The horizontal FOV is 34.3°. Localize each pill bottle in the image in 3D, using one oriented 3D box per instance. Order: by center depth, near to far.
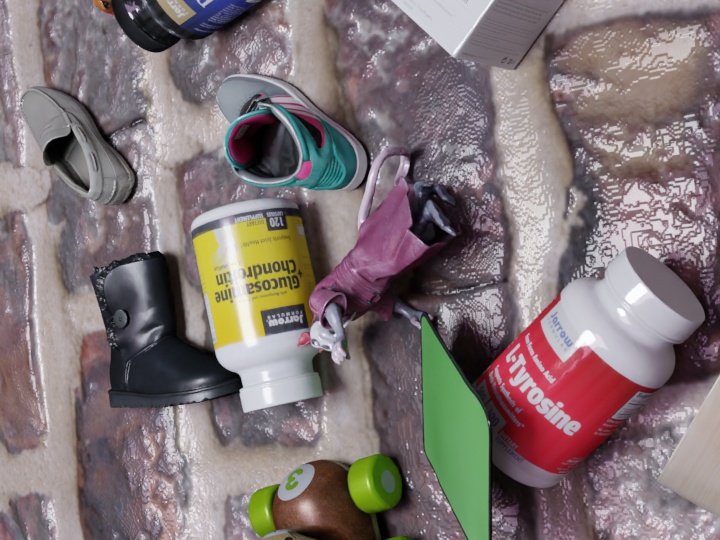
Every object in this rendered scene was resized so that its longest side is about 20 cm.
[{"bbox_3d":[0.185,0.079,0.972,0.112,0.112,0.200,51,118,22],"label":"pill bottle"},{"bbox_3d":[-0.097,0.035,1.166,0.112,0.112,0.200,-17,83,34],"label":"pill bottle"},{"bbox_3d":[-0.158,-0.306,1.194,0.200,0.112,0.112,-26,78,33],"label":"pill bottle"}]

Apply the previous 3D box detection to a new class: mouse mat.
[{"bbox_3d":[0.082,0.145,1.012,0.200,0.008,0.161,-121,25,-62],"label":"mouse mat"}]

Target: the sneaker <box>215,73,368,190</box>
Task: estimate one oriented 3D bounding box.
[{"bbox_3d":[-0.100,-0.139,1.155,0.200,0.121,0.084,34,111,29],"label":"sneaker"}]

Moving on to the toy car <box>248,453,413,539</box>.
[{"bbox_3d":[-0.067,0.269,1.102,0.164,0.200,0.158,-22,80,33],"label":"toy car"}]

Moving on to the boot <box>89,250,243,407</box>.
[{"bbox_3d":[-0.217,0.062,1.272,0.200,0.076,0.168,-7,92,41],"label":"boot"}]

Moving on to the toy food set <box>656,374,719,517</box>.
[{"bbox_3d":[0.341,0.123,0.906,0.143,0.060,0.200,31,111,18],"label":"toy food set"}]

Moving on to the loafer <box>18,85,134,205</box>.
[{"bbox_3d":[-0.341,-0.149,1.353,0.200,0.070,0.070,42,114,26],"label":"loafer"}]

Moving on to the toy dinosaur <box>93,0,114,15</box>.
[{"bbox_3d":[-0.224,-0.357,1.249,0.200,0.105,0.182,17,111,28],"label":"toy dinosaur"}]

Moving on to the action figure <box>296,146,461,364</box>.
[{"bbox_3d":[0.000,0.000,1.080,0.200,0.134,0.149,-44,71,21],"label":"action figure"}]

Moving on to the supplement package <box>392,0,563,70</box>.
[{"bbox_3d":[0.127,-0.288,0.996,0.114,0.110,0.200,47,116,24],"label":"supplement package"}]
